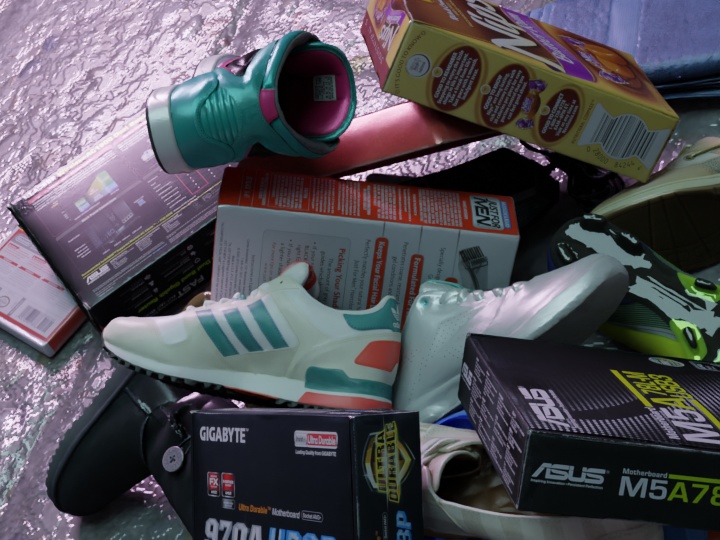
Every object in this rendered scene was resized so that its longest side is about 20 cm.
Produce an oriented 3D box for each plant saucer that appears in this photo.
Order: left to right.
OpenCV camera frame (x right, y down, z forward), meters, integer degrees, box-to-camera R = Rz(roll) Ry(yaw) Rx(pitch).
[{"bbox_3d":[0.024,-0.098,1.083,0.199,0.037,0.199,-12,4,34],"label":"plant saucer"}]

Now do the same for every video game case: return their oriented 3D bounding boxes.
[{"bbox_3d":[-0.245,-0.025,1.288,0.143,0.017,0.200,23,65,40],"label":"video game case"}]

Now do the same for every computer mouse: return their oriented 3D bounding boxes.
[{"bbox_3d":[0.093,-0.041,1.100,0.199,0.053,0.139,-18,34,0],"label":"computer mouse"}]

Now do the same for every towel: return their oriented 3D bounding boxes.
[{"bbox_3d":[0.220,-0.174,1.153,0.199,0.049,0.112,-5,49,25],"label":"towel"}]

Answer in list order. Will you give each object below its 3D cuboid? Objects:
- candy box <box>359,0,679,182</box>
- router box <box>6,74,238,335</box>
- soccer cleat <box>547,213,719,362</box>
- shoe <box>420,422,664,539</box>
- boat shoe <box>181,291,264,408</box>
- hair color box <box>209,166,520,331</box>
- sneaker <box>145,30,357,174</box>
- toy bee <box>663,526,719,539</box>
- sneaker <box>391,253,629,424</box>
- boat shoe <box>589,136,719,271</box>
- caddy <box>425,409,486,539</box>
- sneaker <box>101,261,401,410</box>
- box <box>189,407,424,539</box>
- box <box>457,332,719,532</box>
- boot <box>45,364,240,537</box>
[{"bbox_3d":[0.105,-0.134,1.004,0.117,0.199,0.057,-105,34,-60],"label":"candy box"},{"bbox_3d":[-0.169,-0.052,1.219,0.200,0.062,0.150,-36,54,-10],"label":"router box"},{"bbox_3d":[0.205,0.037,0.958,0.200,0.084,0.065,39,77,23],"label":"soccer cleat"},{"bbox_3d":[0.075,0.117,0.813,0.199,0.054,0.070,15,53,29],"label":"shoe"},{"bbox_3d":[-0.049,0.084,1.048,0.201,0.066,0.072,37,98,32],"label":"boat shoe"},{"bbox_3d":[0.000,0.000,1.004,0.199,0.111,0.064,7,30,-2],"label":"hair color box"},{"bbox_3d":[-0.059,-0.119,1.000,0.120,0.084,0.200,-9,15,13],"label":"sneaker"},{"bbox_3d":[0.197,0.168,0.826,0.130,0.109,0.200,-3,18,9],"label":"toy bee"},{"bbox_3d":[0.075,0.035,0.944,0.200,0.075,0.089,-38,65,23],"label":"sneaker"},{"bbox_3d":[0.245,-0.056,1.020,0.199,0.072,0.065,-20,37,5],"label":"boat shoe"},{"bbox_3d":[0.072,0.174,0.873,0.141,0.105,0.201,-2,51,28],"label":"caddy"},{"bbox_3d":[-0.067,0.038,0.960,0.199,0.070,0.094,10,80,13],"label":"sneaker"},{"bbox_3d":[-0.034,0.159,0.847,0.200,0.046,0.160,-6,84,58],"label":"box"},{"bbox_3d":[0.160,0.085,0.787,0.192,0.048,0.200,9,10,-5],"label":"box"},{"bbox_3d":[-0.119,0.163,1.016,0.200,0.065,0.165,43,112,28],"label":"boot"}]
